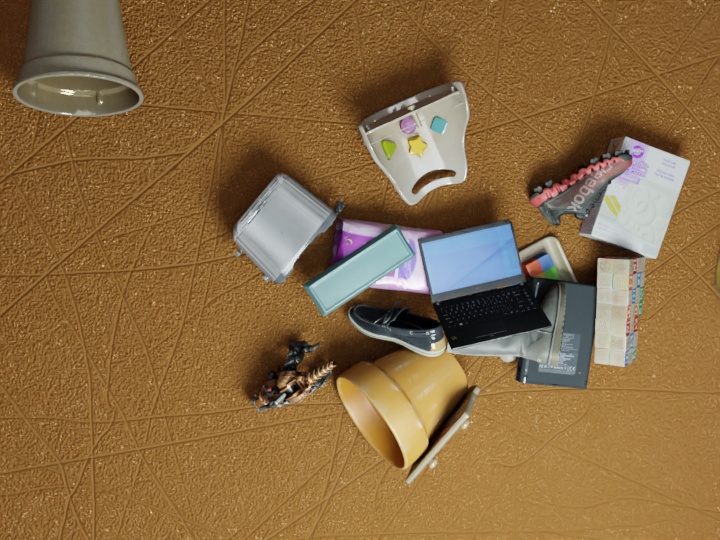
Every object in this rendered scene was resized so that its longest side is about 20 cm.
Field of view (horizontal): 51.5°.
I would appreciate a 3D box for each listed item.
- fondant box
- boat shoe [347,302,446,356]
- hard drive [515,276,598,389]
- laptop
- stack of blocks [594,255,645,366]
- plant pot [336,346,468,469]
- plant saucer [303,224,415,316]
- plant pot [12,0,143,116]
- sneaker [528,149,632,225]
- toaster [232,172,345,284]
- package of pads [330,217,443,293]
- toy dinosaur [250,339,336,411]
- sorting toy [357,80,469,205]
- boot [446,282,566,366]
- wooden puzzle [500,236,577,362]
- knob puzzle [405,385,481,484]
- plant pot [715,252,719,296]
[{"bbox_3d":[0.529,-0.140,1.445,0.144,0.058,0.200,18,91,-9],"label":"fondant box"},{"bbox_3d":[0.065,0.093,1.350,0.075,0.200,0.062,-36,135,-44],"label":"boat shoe"},{"bbox_3d":[0.375,0.118,1.414,0.139,0.033,0.200,7,92,-12],"label":"hard drive"},{"bbox_3d":[0.212,0.021,1.296,0.177,0.200,0.103,-13,126,-3],"label":"laptop"},{"bbox_3d":[0.495,0.073,1.425,0.059,0.115,0.200,4,95,34],"label":"stack of blocks"},{"bbox_3d":[0.088,0.224,1.355,0.183,0.200,0.200,-33,99,-20],"label":"plant pot"},{"bbox_3d":[0.000,0.000,1.323,0.200,0.019,0.070,-33,99,-3],"label":"plant saucer"},{"bbox_3d":[-0.462,-0.371,1.224,0.200,0.200,0.184,-3,84,-8],"label":"plant pot"},{"bbox_3d":[0.423,-0.150,1.398,0.200,0.071,0.098,-29,87,14],"label":"sneaker"},{"bbox_3d":[-0.134,-0.083,1.324,0.129,0.114,0.200,40,90,-7],"label":"toaster"},{"bbox_3d":[0.048,-0.026,1.375,0.200,0.076,0.121,7,92,-9],"label":"package of pads"},{"bbox_3d":[-0.113,0.201,1.336,0.200,0.136,0.102,-4,117,33],"label":"toy dinosaur"},{"bbox_3d":[0.110,-0.221,1.360,0.200,0.107,0.180,-25,105,-6],"label":"sorting toy"},{"bbox_3d":[0.264,0.086,1.344,0.200,0.073,0.182,7,52,17],"label":"boot"},{"bbox_3d":[0.329,0.057,1.438,0.200,0.046,0.185,-27,99,-5],"label":"wooden puzzle"},{"bbox_3d":[0.164,0.288,1.361,0.030,0.220,0.220,37,89,5],"label":"knob puzzle"},{"bbox_3d":[0.806,0.007,1.439,0.189,0.201,0.201,8,94,5],"label":"plant pot"}]
